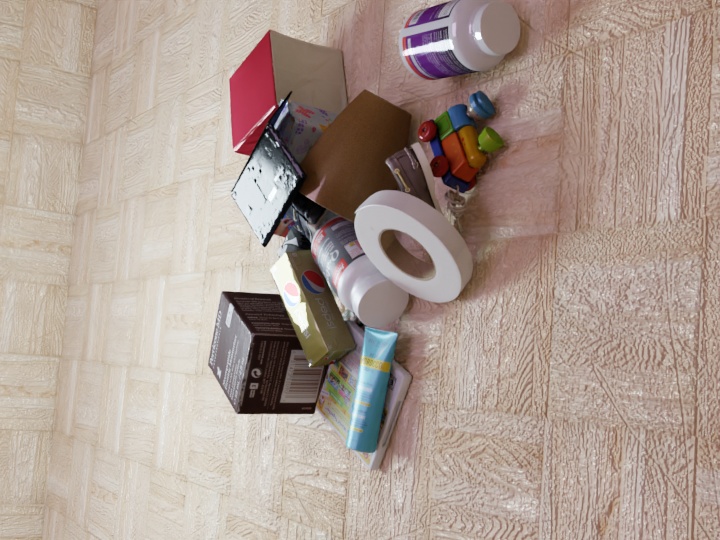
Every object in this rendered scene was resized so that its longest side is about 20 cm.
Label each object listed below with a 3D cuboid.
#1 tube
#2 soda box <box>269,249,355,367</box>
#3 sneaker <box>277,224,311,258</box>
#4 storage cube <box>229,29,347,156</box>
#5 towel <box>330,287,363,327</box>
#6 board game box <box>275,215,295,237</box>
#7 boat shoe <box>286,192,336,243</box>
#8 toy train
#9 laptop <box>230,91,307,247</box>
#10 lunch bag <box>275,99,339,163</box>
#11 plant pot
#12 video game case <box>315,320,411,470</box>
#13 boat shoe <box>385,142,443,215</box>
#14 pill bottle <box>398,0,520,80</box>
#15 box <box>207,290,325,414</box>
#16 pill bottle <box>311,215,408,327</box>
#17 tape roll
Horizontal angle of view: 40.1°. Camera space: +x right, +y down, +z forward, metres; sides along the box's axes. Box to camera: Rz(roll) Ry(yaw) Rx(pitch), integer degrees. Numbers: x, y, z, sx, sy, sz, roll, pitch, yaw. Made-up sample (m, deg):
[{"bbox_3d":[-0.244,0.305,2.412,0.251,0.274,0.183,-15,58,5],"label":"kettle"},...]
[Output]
[{"bbox_3d":[0.018,0.198,1.634,0.077,0.050,0.203,9,88,41],"label":"tube"},{"bbox_3d":[-0.086,0.066,1.740,0.064,0.067,0.202,-43,63,41],"label":"soda box"},{"bbox_3d":[-0.115,-0.050,1.902,0.091,0.066,0.200,-66,14,2],"label":"sneaker"},{"bbox_3d":[-0.141,-0.332,1.936,0.179,0.169,0.202,-36,53,48],"label":"storage cube"},{"bbox_3d":[-0.042,0.035,1.832,0.147,0.021,0.202,-47,45,45],"label":"towel"},{"bbox_3d":[-0.132,-0.154,1.944,0.020,0.102,0.201,-105,35,-54],"label":"board game box"},{"bbox_3d":[-0.095,-0.105,1.794,0.075,0.092,0.200,-53,-9,-10],"label":"boat shoe"},{"bbox_3d":[0.169,-0.167,1.484,0.115,0.084,0.202,-38,51,32],"label":"toy train"},{"bbox_3d":[-0.145,-0.178,1.719,0.201,0.103,0.178,56,133,24],"label":"laptop"},{"bbox_3d":[-0.095,-0.190,1.827,0.201,0.168,0.128,-62,32,27],"label":"lunch bag"},{"bbox_3d":[0.002,-0.198,1.684,0.202,0.185,0.186,-62,35,11],"label":"plant pot"},{"bbox_3d":[0.002,0.213,1.707,0.200,0.023,0.184,40,117,48],"label":"video game case"},{"bbox_3d":[0.091,-0.099,1.510,0.072,0.059,0.201,-114,3,-53],"label":"boat shoe"},{"bbox_3d":[0.152,-0.357,1.512,0.199,0.111,0.114,7,90,59],"label":"pill bottle"},{"bbox_3d":[-0.176,0.155,1.872,0.200,0.162,0.168,42,124,57],"label":"box"},{"bbox_3d":[0.000,0.000,1.680,0.200,0.115,0.117,54,128,49],"label":"pill bottle"},{"bbox_3d":[0.079,-0.035,1.501,0.037,0.203,0.202,-48,20,-26],"label":"tape roll"}]
